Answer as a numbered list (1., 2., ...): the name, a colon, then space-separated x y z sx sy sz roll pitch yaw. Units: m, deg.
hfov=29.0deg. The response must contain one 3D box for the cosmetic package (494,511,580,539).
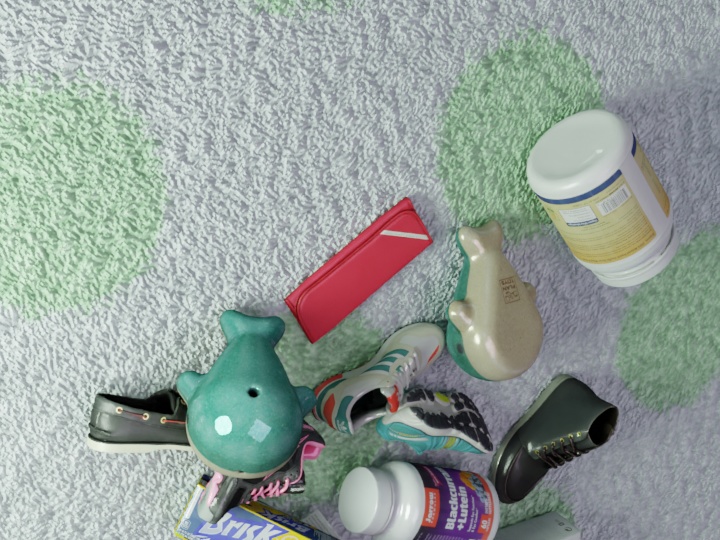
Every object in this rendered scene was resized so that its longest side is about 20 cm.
1. cosmetic package: 0.210 0.420 1.950 0.198 0.074 0.103 -11 113 -27

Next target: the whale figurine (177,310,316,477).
1. whale figurine: -0.123 0.126 1.546 0.157 0.202 0.104 10 147 -8

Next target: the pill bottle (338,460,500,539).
1. pill bottle: 0.074 0.305 1.794 0.199 0.111 0.112 14 100 -35

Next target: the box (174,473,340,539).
1. box: -0.116 0.318 1.648 0.198 0.064 0.071 26 93 -1

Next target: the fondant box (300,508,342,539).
1. fondant box: -0.088 0.411 1.706 0.199 0.144 0.058 -34 151 -17

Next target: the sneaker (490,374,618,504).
1. sneaker: 0.261 0.243 1.894 0.075 0.106 0.201 34 87 -36

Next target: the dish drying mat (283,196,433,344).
1. dish drying mat: 0.000 0.000 1.693 0.200 0.018 0.077 -40 125 -14

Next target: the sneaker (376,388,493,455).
1. sneaker: 0.099 0.202 1.809 0.079 0.078 0.199 -37 142 29

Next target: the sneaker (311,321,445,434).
1. sneaker: 0.039 0.140 1.723 0.199 0.093 0.071 -31 121 -19

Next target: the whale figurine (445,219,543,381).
1. whale figurine: 0.155 0.041 1.773 0.158 0.103 0.202 -15 92 -41

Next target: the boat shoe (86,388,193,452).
1. boat shoe: -0.215 0.169 1.583 0.200 0.073 0.064 5 98 -38

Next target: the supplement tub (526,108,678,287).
1. supplement tub: 0.314 -0.089 1.782 0.144 0.144 0.200 -45 125 -11

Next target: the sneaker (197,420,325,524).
1. sneaker: -0.109 0.233 1.616 0.200 0.095 0.079 -45 175 -44
